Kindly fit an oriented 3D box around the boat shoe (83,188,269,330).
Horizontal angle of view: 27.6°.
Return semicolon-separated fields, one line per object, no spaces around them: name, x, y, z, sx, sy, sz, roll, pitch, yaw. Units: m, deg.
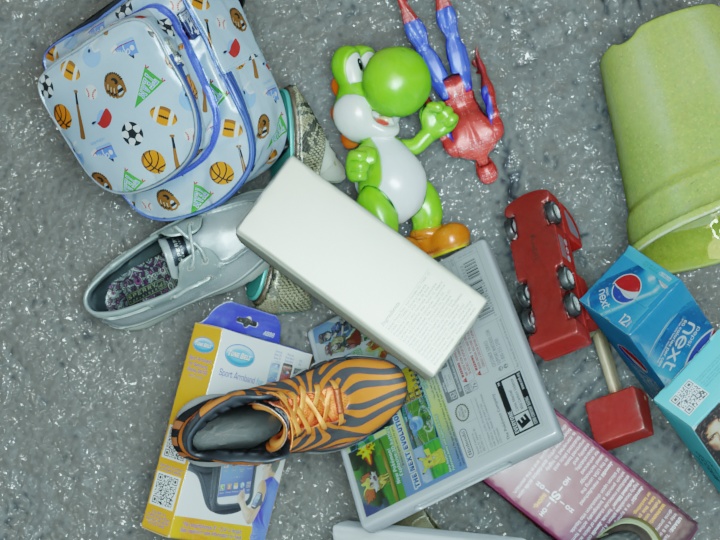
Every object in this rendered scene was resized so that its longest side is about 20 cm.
boat shoe;-0.149;-0.007;1.255;0.200;0.071;0.070;-30;76;15

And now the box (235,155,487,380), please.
box;0.000;0.000;1.194;0.200;0.068;0.082;38;84;3

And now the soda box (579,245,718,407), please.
soda box;0.263;0.071;1.231;0.064;0.068;0.200;-46;131;-4

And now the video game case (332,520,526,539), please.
video game case;0.063;0.302;1.199;0.024;0.199;0.183;-12;96;-46

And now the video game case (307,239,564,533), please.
video game case;0.057;0.094;1.231;0.182;0.022;0.201;-28;54;14

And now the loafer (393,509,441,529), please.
loafer;0.101;0.275;1.264;0.199;0.076;0.068;34;92;1

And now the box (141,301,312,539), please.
box;-0.108;0.132;1.252;0.041;0.119;0.201;13;86;40

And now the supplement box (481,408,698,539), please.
supplement box;0.176;0.185;1.255;0.200;0.110;0.086;38;85;2

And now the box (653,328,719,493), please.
box;0.324;0.141;1.232;0.082;0.049;0.200;-45;131;-4

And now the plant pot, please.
plant pot;0.293;-0.117;1.256;0.199;0.200;0.185;-16;74;-3

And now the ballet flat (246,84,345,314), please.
ballet flat;-0.052;-0.060;1.300;0.075;0.068;0.202;7;91;-22

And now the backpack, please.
backpack;-0.158;-0.142;1.230;0.199;0.154;0.191;-23;108;37

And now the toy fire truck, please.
toy fire truck;0.188;0.042;1.271;0.049;0.141;0.201;-23;57;25

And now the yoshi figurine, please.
yoshi figurine;0.033;-0.107;1.265;0.111;0.112;0.201;-18;87;7

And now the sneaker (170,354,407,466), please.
sneaker;-0.048;0.118;1.157;0.199;0.112;0.078;-16;91;-13

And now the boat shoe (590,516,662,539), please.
boat shoe;0.156;0.272;1.170;0.201;0.066;0.072;-47;61;16

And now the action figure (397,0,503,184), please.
action figure;0.082;-0.172;1.313;0.065;0.052;0.201;-20;91;3
